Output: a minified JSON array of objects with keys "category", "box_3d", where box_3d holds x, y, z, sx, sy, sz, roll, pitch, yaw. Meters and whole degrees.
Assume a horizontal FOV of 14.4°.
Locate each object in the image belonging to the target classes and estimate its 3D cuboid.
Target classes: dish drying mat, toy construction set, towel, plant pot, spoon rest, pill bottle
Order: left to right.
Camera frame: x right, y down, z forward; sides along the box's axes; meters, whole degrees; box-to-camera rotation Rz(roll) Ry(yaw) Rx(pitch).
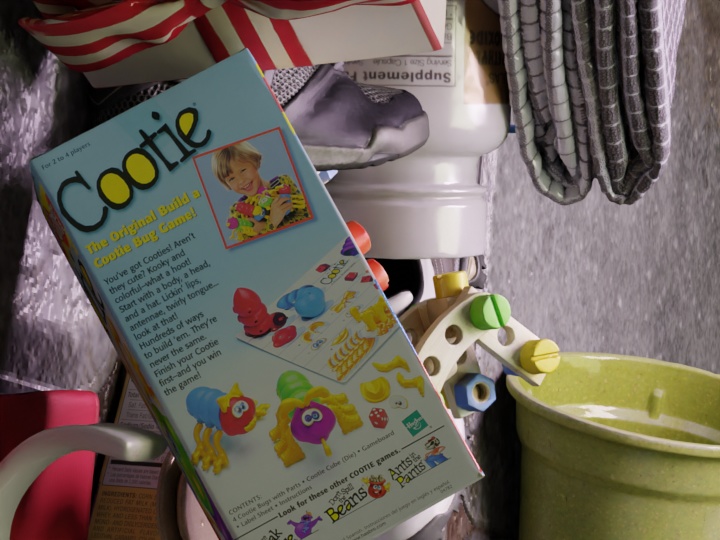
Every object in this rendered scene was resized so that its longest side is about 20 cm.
[{"category":"dish drying mat","box_3d":[-0.159,0.089,1.176,0.200,0.018,0.077,2,93,-71]},{"category":"spoon rest","box_3d":[-0.143,0.149,1.156,0.200,0.061,0.099,-68,160,5]},{"category":"toy construction set","box_3d":[0.000,0.000,1.417,0.131,0.092,0.200,-35,90,-26]},{"category":"pill bottle","box_3d":[0.024,-0.109,1.509,0.114,0.114,0.200,-10,101,-69]},{"category":"towel","box_3d":[0.129,-0.158,1.515,0.166,0.085,0.200,-75,160,-49]},{"category":"plant pot","box_3d":[0.180,0.171,1.891,0.200,0.200,0.184,-27,129,-67]}]

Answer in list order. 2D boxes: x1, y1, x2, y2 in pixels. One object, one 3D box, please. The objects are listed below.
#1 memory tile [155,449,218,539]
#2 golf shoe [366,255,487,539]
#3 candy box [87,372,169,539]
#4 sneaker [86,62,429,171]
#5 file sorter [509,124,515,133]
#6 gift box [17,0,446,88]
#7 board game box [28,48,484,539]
[{"category":"memory tile","box_3d":[-0.060,0.175,1.296,0.153,0.017,0.200,0,93,-70]},{"category":"golf shoe","box_3d":[0.014,0.060,1.579,0.094,0.078,0.200,36,51,-52]},{"category":"candy box","box_3d":[-0.082,0.134,1.333,0.117,0.056,0.200,58,40,-56]},{"category":"sneaker","box_3d":[-0.044,-0.098,1.323,0.199,0.076,0.114,-3,91,-41]},{"category":"file sorter","box_3d":[0.099,-0.191,1.694,0.139,0.123,0.200,-49,137,-59]},{"category":"gift box","box_3d":[-0.070,-0.186,1.171,0.200,0.184,0.187,50,37,-56]},{"category":"board game box","box_3d":[-0.046,0.026,1.186,0.200,0.105,0.103,62,-8,4]}]
